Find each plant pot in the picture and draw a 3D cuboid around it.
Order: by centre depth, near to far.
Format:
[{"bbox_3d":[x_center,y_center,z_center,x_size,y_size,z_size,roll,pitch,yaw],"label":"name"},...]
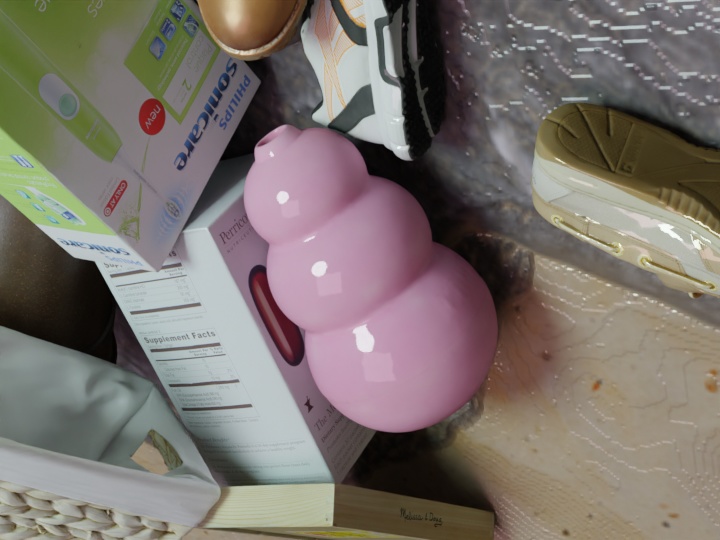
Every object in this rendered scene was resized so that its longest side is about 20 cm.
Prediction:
[{"bbox_3d":[-0.252,-0.024,0.889,0.199,0.200,0.200,29,126,11],"label":"plant pot"}]

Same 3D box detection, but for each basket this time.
[{"bbox_3d":[-0.214,0.130,0.810,0.124,0.199,0.136,-54,46,13],"label":"basket"}]

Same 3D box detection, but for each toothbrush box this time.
[{"bbox_3d":[-0.168,-0.116,0.734,0.085,0.147,0.200,9,153,37],"label":"toothbrush box"}]

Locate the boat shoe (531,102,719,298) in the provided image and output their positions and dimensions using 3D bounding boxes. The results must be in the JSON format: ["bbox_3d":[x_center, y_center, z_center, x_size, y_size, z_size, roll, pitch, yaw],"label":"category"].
[{"bbox_3d":[0.184,-0.023,0.692,0.198,0.074,0.070,28,144,14],"label":"boat shoe"}]

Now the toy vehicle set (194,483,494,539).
[{"bbox_3d":[-0.007,0.174,0.887,0.123,0.027,0.199,-8,161,35],"label":"toy vehicle set"}]

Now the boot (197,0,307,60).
[{"bbox_3d":[-0.066,-0.208,0.608,0.076,0.155,0.203,11,97,10],"label":"boot"}]

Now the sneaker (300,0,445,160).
[{"bbox_3d":[-0.003,-0.156,0.708,0.079,0.074,0.202,14,127,26],"label":"sneaker"}]

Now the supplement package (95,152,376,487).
[{"bbox_3d":[-0.072,0.036,0.859,0.108,0.114,0.202,-8,118,36],"label":"supplement package"}]

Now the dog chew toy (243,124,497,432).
[{"bbox_3d":[0.000,0.000,0.776,0.124,0.125,0.201,-17,115,39],"label":"dog chew toy"}]

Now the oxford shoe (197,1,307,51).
[{"bbox_3d":[-0.094,-0.203,0.717,0.075,0.058,0.201,-25,117,27],"label":"oxford shoe"}]
